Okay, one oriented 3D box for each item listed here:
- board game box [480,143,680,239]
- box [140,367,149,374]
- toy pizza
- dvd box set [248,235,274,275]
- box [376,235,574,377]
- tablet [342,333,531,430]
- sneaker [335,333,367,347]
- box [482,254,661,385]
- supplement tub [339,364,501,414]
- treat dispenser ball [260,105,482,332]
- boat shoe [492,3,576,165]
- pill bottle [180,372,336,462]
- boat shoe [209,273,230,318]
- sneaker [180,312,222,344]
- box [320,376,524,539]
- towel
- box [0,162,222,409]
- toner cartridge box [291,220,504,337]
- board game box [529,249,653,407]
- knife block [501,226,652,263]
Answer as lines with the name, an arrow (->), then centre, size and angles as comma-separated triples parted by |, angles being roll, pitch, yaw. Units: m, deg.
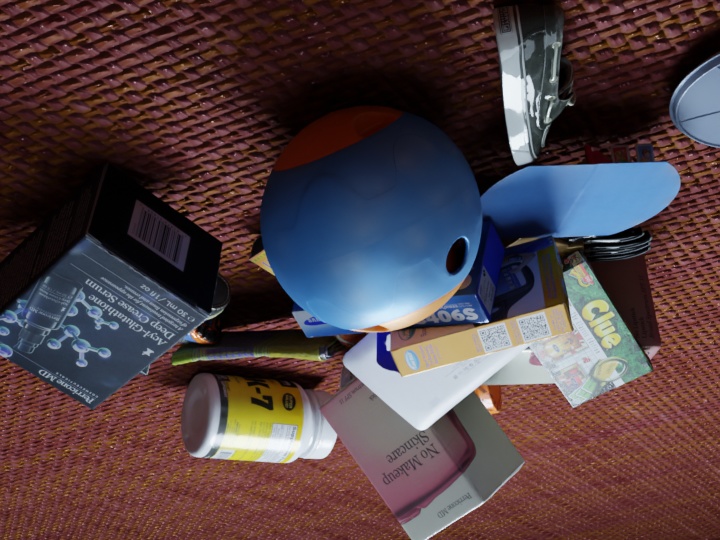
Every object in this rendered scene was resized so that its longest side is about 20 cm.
board game box -> 0.204, -0.082, 1.262 | 0.197, 0.039, 0.158 | -2, 157, -8
box -> -0.353, 0.067, 1.495 | 0.157, 0.047, 0.200 | 1, 160, 25
toy pizza -> 0.377, -0.170, 1.183 | 0.197, 0.032, 0.201 | -3, 156, -1
dvd box set -> 0.000, 0.000, 1.400 | 0.199, 0.030, 0.146 | 32, 140, -25
box -> 0.105, 0.037, 1.294 | 0.198, 0.120, 0.042 | -15, 123, 11
tablet -> 0.091, 0.076, 1.393 | 0.130, 0.014, 0.200 | 42, 112, -17
sneaker -> 0.021, 0.054, 1.584 | 0.077, 0.074, 0.199 | -38, 150, 26
box -> 0.234, 0.054, 1.534 | 0.197, 0.129, 0.109 | -1, 155, -10
supplement tub -> 0.081, 0.159, 1.744 | 0.198, 0.124, 0.123 | -13, 155, 16
treat dispenser ball -> 0.010, -0.045, 1.173 | 0.198, 0.203, 0.201 | -4, 156, -2
boat shoe -> 0.153, -0.154, 1.123 | 0.063, 0.072, 0.200 | -7, 154, 7
pill bottle -> -0.138, 0.207, 1.815 | 0.198, 0.116, 0.114 | 8, 153, -29
boat shoe -> -0.213, 0.006, 1.400 | 0.199, 0.074, 0.064 | 17, 153, -40
sneaker -> -0.235, 0.046, 1.491 | 0.078, 0.076, 0.200 | -12, 154, 23
box -> 0.071, 0.193, 1.534 | 0.128, 0.201, 0.109 | -41, 173, 37
towel -> -0.114, 0.091, 1.574 | 0.197, 0.023, 0.144 | -3, -173, 13
box -> -0.257, 0.019, 1.289 | 0.148, 0.108, 0.199 | 35, 127, -27
toner cartridge box -> 0.037, 0.010, 1.288 | 0.198, 0.096, 0.043 | -7, 135, 26
board game box -> 0.236, 0.067, 1.429 | 0.104, 0.024, 0.200 | -29, 129, 13
knife block -> 0.206, -0.031, 1.415 | 0.174, 0.065, 0.199 | 13, 150, -34
